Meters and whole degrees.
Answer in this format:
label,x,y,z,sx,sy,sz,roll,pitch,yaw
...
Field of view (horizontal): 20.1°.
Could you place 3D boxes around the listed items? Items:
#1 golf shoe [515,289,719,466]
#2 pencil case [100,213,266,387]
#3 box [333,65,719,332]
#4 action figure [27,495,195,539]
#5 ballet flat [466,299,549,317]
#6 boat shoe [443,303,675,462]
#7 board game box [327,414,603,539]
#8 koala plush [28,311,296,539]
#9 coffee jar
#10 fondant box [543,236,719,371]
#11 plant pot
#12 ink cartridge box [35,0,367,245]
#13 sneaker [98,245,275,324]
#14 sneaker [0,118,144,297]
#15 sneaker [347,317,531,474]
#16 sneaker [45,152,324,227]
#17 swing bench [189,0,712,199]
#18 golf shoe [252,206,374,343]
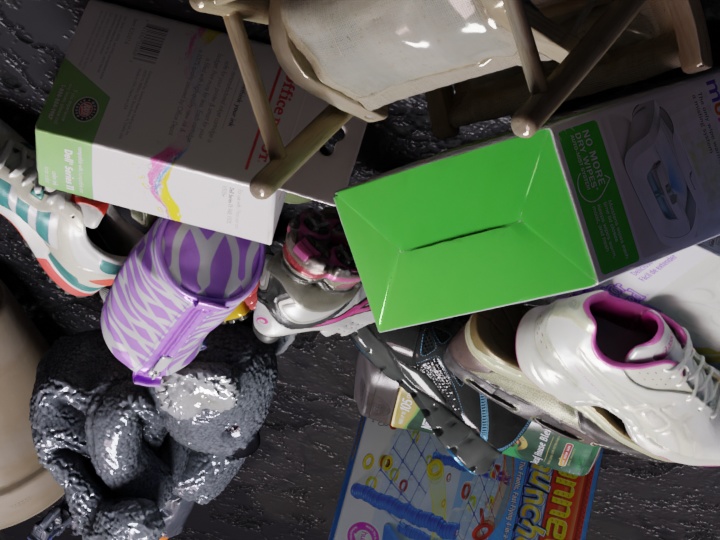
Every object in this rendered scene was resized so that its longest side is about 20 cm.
label,x,y,z,sx,sy,sz,roll,pitch,yaw
golf shoe,0.206,0.074,1.387,0.200,0.075,0.092,24,149,-15
pencil case,-0.126,0.016,1.404,0.084,0.086,0.200,14,157,-12
box,0.118,-0.045,1.206,0.176,0.097,0.200,-20,-177,-39
action figure,-0.190,0.199,1.801,0.105,0.200,0.194,43,140,12
ballet flat,0.139,0.038,1.488,0.200,0.057,0.066,20,151,-6
boat shoe,0.150,0.085,1.456,0.201,0.072,0.066,27,144,-21
board game box,0.084,0.187,1.630,0.195,0.200,0.056,17,150,-3
koala plush,-0.144,0.100,1.600,0.200,0.177,0.184,-32,94,35
coffee jar,0.095,0.089,1.572,0.199,0.085,0.104,15,151,3
fondant box,0.236,0.007,1.384,0.200,0.058,0.144,25,151,-13
plant pot,-0.338,0.095,1.721,0.199,0.200,0.174,7,135,16
ink cartridge box,-0.098,-0.091,1.317,0.199,0.117,0.067,15,147,3
sneaker,-0.135,-0.007,1.552,0.200,0.078,0.082,-11,115,47
sneaker,-0.227,-0.063,1.472,0.093,0.070,0.200,-15,129,40
sneaker,0.048,0.053,1.488,0.200,0.082,0.073,48,180,-12
sneaker,-0.128,-0.064,1.410,0.200,0.090,0.067,18,151,-3
swing bench,0.053,-0.135,1.126,0.199,0.200,0.130,-13,96,40
golf shoe,0.000,0.000,1.389,0.200,0.073,0.092,-9,140,-50
